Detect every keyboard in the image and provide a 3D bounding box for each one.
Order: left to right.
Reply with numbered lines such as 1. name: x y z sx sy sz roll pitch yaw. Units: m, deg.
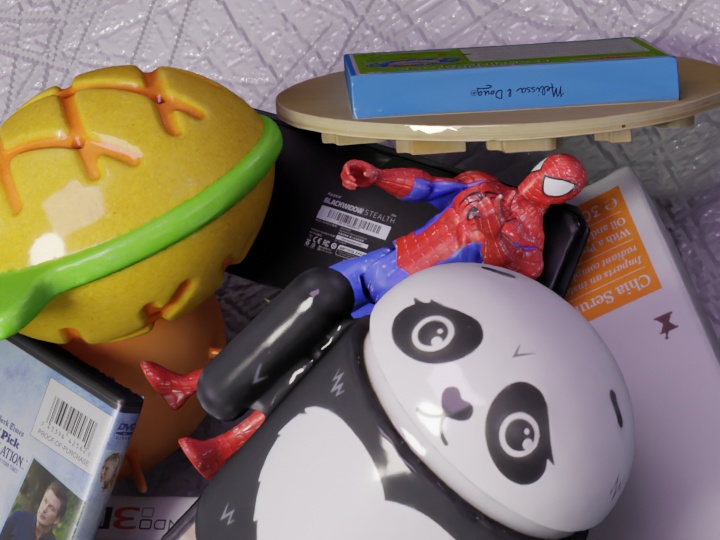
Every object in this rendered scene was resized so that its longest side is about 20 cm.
1. keyboard: -0.003 -0.002 1.224 0.199 0.040 0.105 19 75 27

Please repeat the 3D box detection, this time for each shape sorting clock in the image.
1. shape sorting clock: 0.063 -0.074 1.231 0.199 0.200 0.040 0 99 22

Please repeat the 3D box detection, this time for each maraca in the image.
1. maraca: -0.119 -0.017 1.170 0.200 0.107 0.137 -34 20 -30

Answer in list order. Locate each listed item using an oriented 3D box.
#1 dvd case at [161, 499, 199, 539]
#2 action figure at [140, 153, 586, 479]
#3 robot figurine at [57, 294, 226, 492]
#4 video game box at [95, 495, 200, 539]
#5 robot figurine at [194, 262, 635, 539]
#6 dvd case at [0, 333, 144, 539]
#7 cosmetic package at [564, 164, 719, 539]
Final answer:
1. dvd case: -0.038 0.166 1.173 0.143 0.018 0.200 40 72 13
2. action figure: 0.000 0.000 1.147 0.199 0.099 0.065 -31 61 1
3. robot figurine: -0.144 0.022 1.293 0.200 0.143 0.117 32 123 31
4. video game box: -0.098 0.196 1.232 0.181 0.047 0.201 -3 65 23
5. robot figurine: 0.015 0.089 1.089 0.200 0.150 0.125 -47 30 23
6. dvd case: -0.176 0.117 1.224 0.142 0.018 0.201 29 104 36
7. cosmetic package: 0.112 0.068 1.195 0.101 0.071 0.201 -26 59 8
